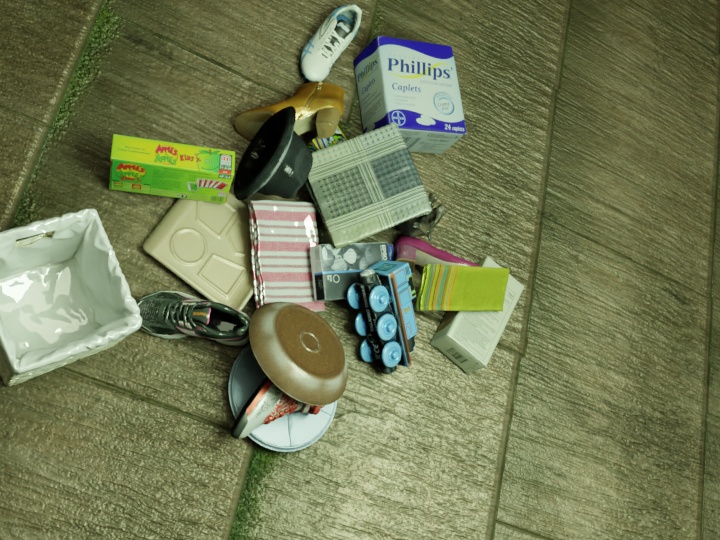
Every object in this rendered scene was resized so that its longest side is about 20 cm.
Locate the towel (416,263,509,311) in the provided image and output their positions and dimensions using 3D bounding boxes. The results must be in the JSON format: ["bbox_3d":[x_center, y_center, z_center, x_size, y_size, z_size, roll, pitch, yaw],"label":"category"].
[{"bbox_3d":[0.192,0.034,1.591,0.198,0.018,0.087,2,105,-32],"label":"towel"}]

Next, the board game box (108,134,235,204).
[{"bbox_3d":[-0.316,-0.167,1.453,0.197,0.102,0.048,6,63,-16],"label":"board game box"}]

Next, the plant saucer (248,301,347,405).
[{"bbox_3d":[-0.091,0.126,1.424,0.199,0.037,0.202,30,35,-24],"label":"plant saucer"}]

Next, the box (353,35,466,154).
[{"bbox_3d":[0.099,-0.351,1.749,0.182,0.105,0.203,0,73,-28],"label":"box"}]

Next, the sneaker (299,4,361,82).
[{"bbox_3d":[-0.059,-0.455,1.722,0.072,0.072,0.201,35,62,-14],"label":"sneaker"}]

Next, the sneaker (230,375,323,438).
[{"bbox_3d":[-0.120,0.217,1.428,0.108,0.067,0.202,39,57,-6],"label":"sneaker"}]

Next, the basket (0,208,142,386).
[{"bbox_3d":[-0.462,0.045,1.291,0.196,0.161,0.202,-21,83,-31],"label":"basket"}]

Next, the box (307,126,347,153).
[{"bbox_3d":[-0.023,-0.168,1.648,0.070,0.064,0.201,-36,91,-31],"label":"box"}]

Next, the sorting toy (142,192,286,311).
[{"bbox_3d":[-0.250,-0.045,1.509,0.199,0.036,0.186,36,60,-7],"label":"sorting toy"}]

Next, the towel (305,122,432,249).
[{"bbox_3d":[0.008,-0.153,1.567,0.198,0.035,0.195,-20,74,-6],"label":"towel"}]

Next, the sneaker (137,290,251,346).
[{"bbox_3d":[-0.267,0.071,1.408,0.197,0.086,0.082,6,78,-11],"label":"sneaker"}]

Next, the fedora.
[{"bbox_3d":[-0.139,-0.187,1.513,0.091,0.200,0.203,32,61,-24],"label":"fedora"}]

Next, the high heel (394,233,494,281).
[{"bbox_3d":[0.162,-0.024,1.662,0.197,0.068,0.097,16,40,-4],"label":"high heel"}]

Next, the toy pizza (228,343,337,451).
[{"bbox_3d":[-0.133,0.208,1.483,0.198,0.032,0.203,9,69,-24],"label":"toy pizza"}]

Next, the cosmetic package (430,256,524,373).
[{"bbox_3d":[0.228,0.086,1.688,0.105,0.071,0.201,39,60,-10],"label":"cosmetic package"}]

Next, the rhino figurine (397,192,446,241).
[{"bbox_3d":[0.118,-0.098,1.627,0.060,0.200,0.088,44,89,-14],"label":"rhino figurine"}]

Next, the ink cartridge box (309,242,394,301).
[{"bbox_3d":[0.000,0.000,1.590,0.198,0.039,0.101,-5,86,-39],"label":"ink cartridge box"}]

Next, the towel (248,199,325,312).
[{"bbox_3d":[-0.125,-0.024,1.527,0.145,0.030,0.203,-2,86,-43],"label":"towel"}]

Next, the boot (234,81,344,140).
[{"bbox_3d":[-0.130,-0.304,1.640,0.198,0.071,0.145,2,42,3],"label":"boot"}]

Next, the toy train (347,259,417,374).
[{"bbox_3d":[0.049,0.083,1.554,0.114,0.086,0.203,-28,113,-38],"label":"toy train"}]
